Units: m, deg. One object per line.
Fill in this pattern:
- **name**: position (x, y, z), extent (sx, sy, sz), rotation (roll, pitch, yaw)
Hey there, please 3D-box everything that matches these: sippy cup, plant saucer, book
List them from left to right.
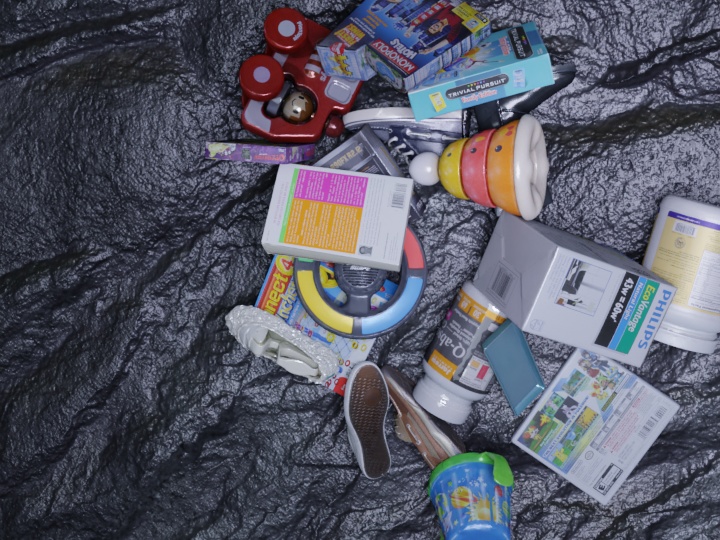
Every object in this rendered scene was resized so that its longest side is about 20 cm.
- **book**: position (-0.031, -0.080, 1.310), extent (0.198, 0.048, 0.135), rotation (9, 73, 7)
- **sippy cup**: position (0.175, 0.374, 1.398), extent (0.138, 0.131, 0.179), rotation (-12, 123, 6)
- **plant saucer**: position (0.229, 0.146, 1.366), extent (0.070, 0.201, 0.019), rotation (-43, 49, -11)

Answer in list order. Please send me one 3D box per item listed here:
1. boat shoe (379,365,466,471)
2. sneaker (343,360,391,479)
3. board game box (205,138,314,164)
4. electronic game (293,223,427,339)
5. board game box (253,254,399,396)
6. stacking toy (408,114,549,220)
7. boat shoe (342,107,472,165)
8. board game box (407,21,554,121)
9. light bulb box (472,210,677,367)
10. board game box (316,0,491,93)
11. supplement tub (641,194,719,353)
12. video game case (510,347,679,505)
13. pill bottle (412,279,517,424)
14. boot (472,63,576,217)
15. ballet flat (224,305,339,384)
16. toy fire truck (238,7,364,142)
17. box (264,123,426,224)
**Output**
- **boat shoe**: position (0.085, 0.242, 1.447), extent (0.072, 0.076, 0.200), rotation (-39, 89, 14)
- **sneaker**: position (0.001, 0.226, 1.439), extent (0.072, 0.085, 0.202), rotation (-11, 114, -18)
- **board game box**: position (-0.145, -0.179, 1.355), extent (0.119, 0.200, 0.033), rotation (1, 99, 9)
- **electronic game**: position (0.000, 0.000, 1.330), extent (0.197, 0.042, 0.202), rotation (0, 80, 0)
- **board game box**: position (-0.064, 0.069, 1.422), extent (0.194, 0.056, 0.201), rotation (27, 120, 4)
- **stacking toy**: position (0.162, -0.144, 1.304), extent (0.198, 0.146, 0.148), rotation (0, 99, 23)
- **boat shoe**: position (0.070, -0.197, 1.381), extent (0.198, 0.075, 0.094), rotation (0, 92, 9)
- **board game box**: position (0.168, -0.290, 1.312), extent (0.198, 0.152, 0.047), rotation (-14, 120, 11)
- **light bulb box**: position (0.297, 0.021, 1.287), extent (0.198, 0.198, 0.126), rotation (18, 103, -18)
- **board game box**: position (0.050, -0.325, 1.289), extent (0.199, 0.062, 0.200), rotation (-35, 54, -9)
- **supplement tub**: position (0.479, 0.004, 1.312), extent (0.144, 0.145, 0.202), rotation (15, 101, 6)
- **video game case**: position (0.366, 0.239, 1.427), extent (0.181, 0.022, 0.201), rotation (34, 103, 3)
- **pill bottle**: position (0.165, 0.126, 1.394), extent (0.116, 0.116, 0.201), rotation (28, 101, 4)
- **boot**: position (0.257, -0.193, 1.358), extent (0.163, 0.066, 0.202), rotation (-11, 94, 18)
- **ballet flat**: position (-0.126, 0.115, 1.395), extent (0.198, 0.072, 0.072), rotation (24, 101, 7)
- **toy fire truck**: position (-0.084, -0.279, 1.354), extent (0.167, 0.112, 0.202), rotation (24, 76, 1)
- **box**: position (-0.024, -0.102, 1.392), extent (0.199, 0.048, 0.159), rotation (-33, 101, 25)
